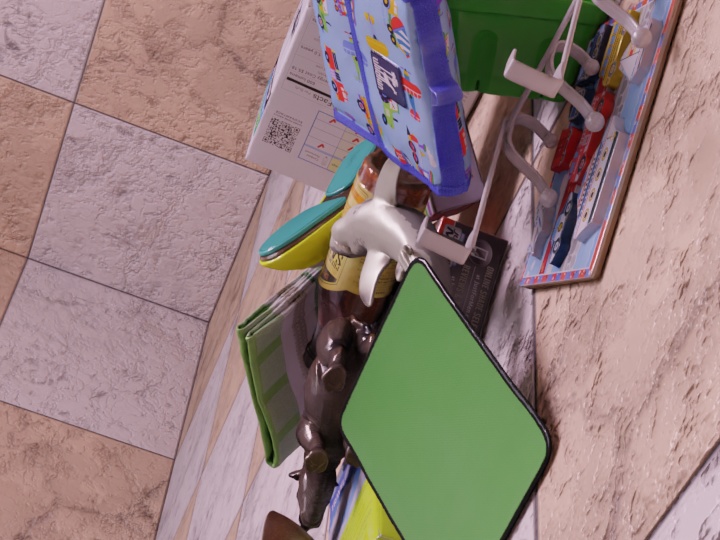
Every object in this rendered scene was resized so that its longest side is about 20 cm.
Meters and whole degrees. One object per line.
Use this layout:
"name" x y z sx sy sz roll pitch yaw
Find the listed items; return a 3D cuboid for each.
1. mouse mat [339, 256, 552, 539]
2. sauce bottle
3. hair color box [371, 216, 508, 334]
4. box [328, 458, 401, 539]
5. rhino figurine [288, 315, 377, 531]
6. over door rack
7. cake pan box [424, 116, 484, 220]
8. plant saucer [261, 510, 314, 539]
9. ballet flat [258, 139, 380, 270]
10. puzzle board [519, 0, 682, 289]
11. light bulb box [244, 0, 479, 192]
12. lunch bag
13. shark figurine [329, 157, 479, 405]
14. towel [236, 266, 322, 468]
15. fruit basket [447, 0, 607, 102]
"mouse mat" 0.051 0.110 1.023 0.201 0.007 0.162 55 131 43
"sauce bottle" 0.000 0.000 1.261 0.066 0.065 0.202 -88 17 -62
"hair color box" 0.053 0.033 1.276 0.200 0.063 0.112 146 143 -73
"box" 0.010 0.202 1.225 0.201 0.047 0.123 -88 19 -62
"rhino figurine" -0.023 0.129 1.239 0.088 0.059 0.202 -105 27 -65
"over door rack" 0.121 -0.099 0.979 0.200 0.066 0.149 -50 -11 -53
"cake pan box" 0.051 -0.145 1.328 0.184 0.052 0.203 173 81 -84
"plant saucer" -0.045 0.291 1.209 0.200 0.036 0.204 -8 -90 -85
"ballet flat" -0.015 -0.043 1.327 0.066 0.067 0.200 -17 23 40
"puzzle board" 0.159 -0.088 1.033 0.151 0.017 0.203 162 126 -79
"light bulb box" 0.007 -0.187 1.581 0.126 0.196 0.201 -78 13 -51
"lunch bag" 0.036 -0.153 1.073 0.200 0.093 0.152 -123 19 -59
"shark figurine" 0.054 0.002 1.130 0.129 0.089 0.216 -60 37 30
"towel" -0.027 0.064 1.357 0.200 0.030 0.151 -41 -50 -41
"fruit basket" 0.116 -0.259 1.194 0.216 0.153 0.219 -174 90 -88
